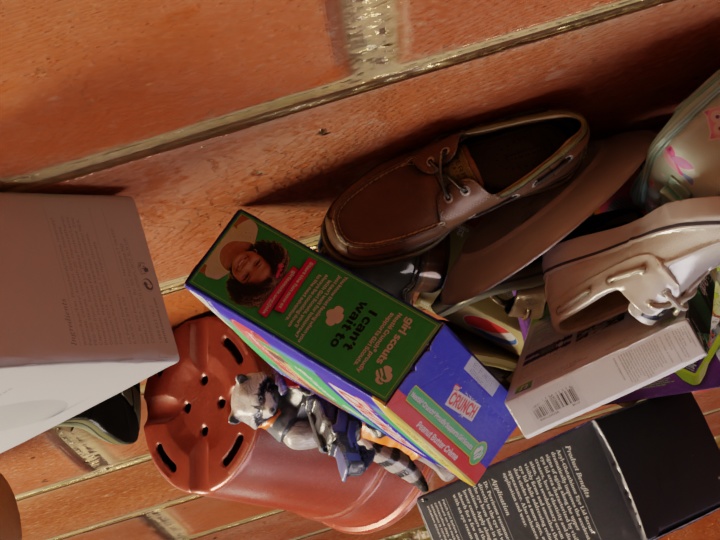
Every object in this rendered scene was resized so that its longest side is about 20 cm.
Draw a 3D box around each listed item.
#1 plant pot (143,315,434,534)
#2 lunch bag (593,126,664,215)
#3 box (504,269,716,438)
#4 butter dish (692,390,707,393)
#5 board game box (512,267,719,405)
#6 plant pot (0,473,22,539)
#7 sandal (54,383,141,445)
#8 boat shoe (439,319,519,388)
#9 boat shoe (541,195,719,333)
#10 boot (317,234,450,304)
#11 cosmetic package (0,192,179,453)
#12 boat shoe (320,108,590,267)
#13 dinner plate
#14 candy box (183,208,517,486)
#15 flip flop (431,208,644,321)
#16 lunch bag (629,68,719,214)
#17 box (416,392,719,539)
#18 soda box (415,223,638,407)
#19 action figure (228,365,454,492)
[{"bbox_3d":[-0.067,0.121,1.829,0.195,0.201,0.201,9,151,-45],"label":"plant pot"},{"bbox_3d":[0.262,-0.063,1.720,0.200,0.082,0.176,-7,167,-30],"label":"lunch bag"},{"bbox_3d":[0.185,0.044,1.558,0.144,0.036,0.200,-26,-167,19],"label":"box"},{"bbox_3d":[0.304,0.044,2.029,0.200,0.148,0.199,-18,167,4],"label":"butter dish"},{"bbox_3d":[0.224,0.038,1.666,0.200,0.120,0.032,-10,-165,16],"label":"board game box"},{"bbox_3d":[-0.437,0.245,1.908,0.187,0.187,0.200,-27,149,35],"label":"plant pot"},{"bbox_3d":[-0.244,0.098,1.760,0.057,0.080,0.201,-5,167,31],"label":"sandal"},{"bbox_3d":[0.096,0.086,1.809,0.065,0.073,0.200,-62,154,6],"label":"boat shoe"},{"bbox_3d":[0.202,0.002,1.456,0.071,0.070,0.200,14,157,-42],"label":"boat shoe"},{"bbox_3d":[0.000,0.000,1.700,0.097,0.075,0.200,6,161,-12],"label":"boot"},{"bbox_3d":[-0.264,0.039,1.374,0.199,0.123,0.200,-27,164,36],"label":"cosmetic package"},{"bbox_3d":[0.065,-0.067,1.483,0.200,0.072,0.068,-26,170,-14],"label":"boat shoe"},{"bbox_3d":[0.132,-0.046,1.582,0.200,0.024,0.200,-39,-171,8],"label":"dinner plate"},{"bbox_3d":[-0.002,0.057,1.529,0.077,0.200,0.169,-57,146,-9],"label":"candy box"},{"bbox_3d":[0.137,0.006,1.617,0.200,0.058,0.081,-18,-160,34],"label":"flip flop"},{"bbox_3d":[0.266,-0.093,1.504,0.160,0.077,0.200,-38,167,-7],"label":"lunch bag"},{"bbox_3d":[0.173,0.183,1.720,0.200,0.104,0.148,-29,170,37],"label":"box"},{"bbox_3d":[0.149,0.037,1.746,0.200,0.064,0.068,27,164,2],"label":"soda box"},{"bbox_3d":[-0.012,0.126,1.677,0.193,0.200,0.105,16,122,-18],"label":"action figure"}]
